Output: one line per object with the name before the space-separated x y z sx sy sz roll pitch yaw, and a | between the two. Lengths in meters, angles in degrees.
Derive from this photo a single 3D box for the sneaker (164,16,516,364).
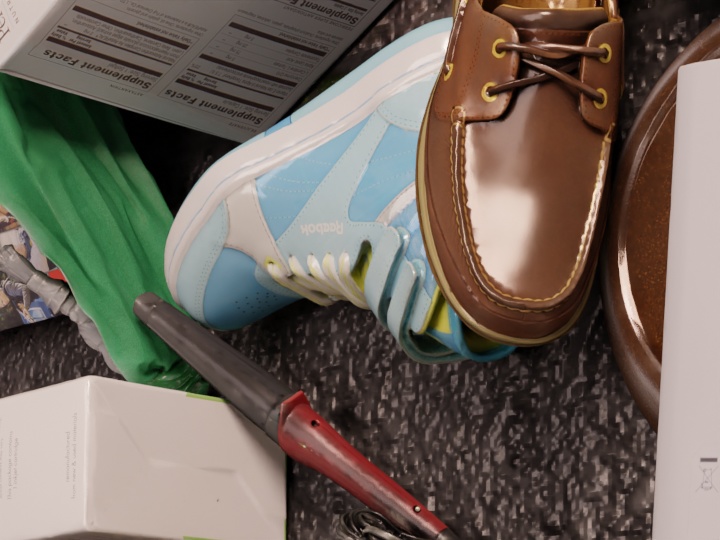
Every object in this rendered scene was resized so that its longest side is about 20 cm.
sneaker | 0.000 0.000 0.836 0.200 0.079 0.131 -38 54 33

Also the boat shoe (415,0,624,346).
boat shoe | 0.061 -0.072 0.756 0.068 0.072 0.200 103 174 -66

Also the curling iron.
curling iron | -0.029 0.065 0.849 0.200 0.050 0.026 42 110 32

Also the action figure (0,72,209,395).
action figure | -0.124 -0.020 0.921 0.055 0.118 0.200 -19 105 36

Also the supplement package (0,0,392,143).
supplement package | -0.063 -0.186 0.893 0.200 0.151 0.152 -44 53 28

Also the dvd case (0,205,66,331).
dvd case | -0.191 -0.040 1.024 0.200 0.022 0.146 -15 97 38

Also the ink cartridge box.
ink cartridge box | -0.142 0.102 0.922 0.200 0.117 0.067 -15 70 42

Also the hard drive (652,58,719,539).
hard drive | 0.157 0.025 0.667 0.132 0.025 0.200 -5 77 44

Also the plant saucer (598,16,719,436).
plant saucer | 0.156 -0.016 0.719 0.200 0.032 0.201 -14 70 43
